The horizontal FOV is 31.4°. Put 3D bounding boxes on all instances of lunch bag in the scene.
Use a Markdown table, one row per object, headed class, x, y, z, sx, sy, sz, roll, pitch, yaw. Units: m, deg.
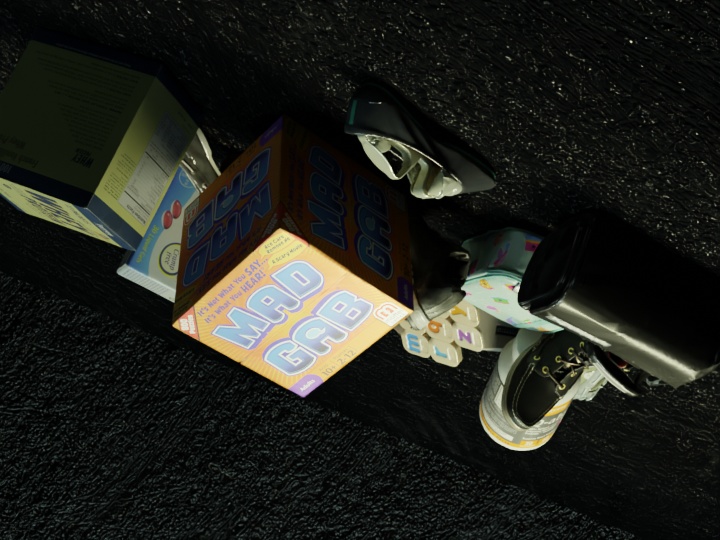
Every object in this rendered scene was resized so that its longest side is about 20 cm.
| class | x | y | z | sx | sy | sz | roll | pitch | yaw |
| --- | --- | --- | --- | --- | --- | --- | --- | --- | --- |
| lunch bag | 0.208 | 0.018 | 1.563 | 0.160 | 0.077 | 0.200 | 29 | 167 | -15 |

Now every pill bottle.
| class | x | y | z | sx | sy | sz | roll | pitch | yaw |
| --- | --- | --- | --- | --- | --- | --- | --- | --- | --- |
| pill bottle | 0.237 | 0.156 | 1.764 | 0.116 | 0.117 | 0.200 | 23 | 146 | 7 |

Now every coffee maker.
| class | x | y | z | sx | sy | sz | roll | pitch | yaw |
| --- | --- | --- | --- | --- | --- | --- | --- | --- | --- |
| coffee maker | 0.297 | 0.025 | 1.385 | 0.199 | 0.135 | 0.192 | 27 | 139 | -15 |

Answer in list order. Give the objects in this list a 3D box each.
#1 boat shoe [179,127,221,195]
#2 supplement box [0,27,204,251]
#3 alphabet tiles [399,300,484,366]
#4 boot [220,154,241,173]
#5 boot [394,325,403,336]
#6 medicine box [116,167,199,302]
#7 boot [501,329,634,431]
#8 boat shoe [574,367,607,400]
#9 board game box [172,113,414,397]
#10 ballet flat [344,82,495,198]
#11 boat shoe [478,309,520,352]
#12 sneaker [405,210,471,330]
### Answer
| class | x | y | z | sx | sy | sz | roll | pitch | yaw |
| --- | --- | --- | --- | --- | --- | --- | --- | --- | --- |
| boat shoe | -0.210 | -0.114 | 1.701 | 0.067 | 0.057 | 0.200 | 39 | 159 | 52 |
| supplement box | -0.338 | -0.162 | 1.582 | 0.199 | 0.200 | 0.134 | 18 | 165 | 24 |
| alphabet tiles | 0.084 | 0.036 | 1.737 | 0.195 | 0.015 | 0.201 | 15 | 129 | 39 |
| boot | -0.097 | -0.070 | 1.744 | 0.199 | 0.077 | 0.155 | 25 | 162 | 26 |
| boot | 0.074 | 0.047 | 1.961 | 0.146 | 0.070 | 0.200 | 42 | 159 | -33 |
| medicine box | -0.229 | -0.036 | 1.904 | 0.199 | 0.183 | 0.103 | 28 | 167 | -14 |
| boot | 0.269 | 0.112 | 1.585 | 0.073 | 0.200 | 0.150 | 49 | 155 | -12 |
| boat shoe | 0.333 | 0.146 | 1.846 | 0.065 | 0.075 | 0.202 | 24 | 160 | 15 |
| board game box | -0.078 | -0.015 | 1.514 | 0.200 | 0.201 | 0.200 | 32 | 126 | -28 |
| ballet flat | 0.058 | -0.117 | 1.337 | 0.200 | 0.073 | 0.073 | 33 | 164 | -33 |
| boat shoe | 0.170 | 0.081 | 1.837 | 0.199 | 0.075 | 0.093 | 17 | 173 | -20 |
| sneaker | 0.091 | -0.012 | 1.549 | 0.090 | 0.200 | 0.067 | -23 | 124 | 15 |
